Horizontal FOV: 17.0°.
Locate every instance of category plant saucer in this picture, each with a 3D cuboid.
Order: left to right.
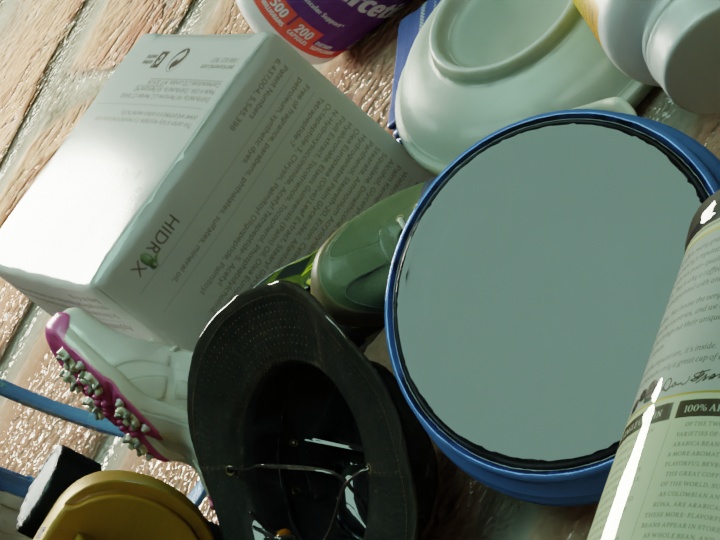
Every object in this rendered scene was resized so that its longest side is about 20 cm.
[{"bbox_3d":[0.098,-0.144,1.455,0.200,0.050,0.200,-23,41,21],"label":"plant saucer"}]

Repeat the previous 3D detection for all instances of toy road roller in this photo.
[{"bbox_3d":[-0.159,0.205,1.346,0.200,0.123,0.146,-60,12,6],"label":"toy road roller"}]

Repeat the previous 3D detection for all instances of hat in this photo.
[{"bbox_3d":[-0.008,0.101,1.297,0.201,0.081,0.201,16,110,50],"label":"hat"}]

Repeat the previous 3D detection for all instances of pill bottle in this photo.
[{"bbox_3d":[0.007,-0.239,1.711,0.200,0.112,0.112,-34,31,34],"label":"pill bottle"},{"bbox_3d":[0.165,-0.178,1.345,0.109,0.109,0.200,-43,44,18],"label":"pill bottle"}]

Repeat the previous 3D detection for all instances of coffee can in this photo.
[{"bbox_3d":[0.176,0.082,0.977,0.146,0.146,0.200,-17,42,50],"label":"coffee can"}]

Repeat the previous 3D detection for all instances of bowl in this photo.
[{"bbox_3d":[0.102,0.015,1.190,0.201,0.039,0.201,-8,72,26],"label":"bowl"}]

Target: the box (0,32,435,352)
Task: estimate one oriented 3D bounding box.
[{"bbox_3d":[-0.092,-0.027,1.531,0.200,0.171,0.199,-55,26,-13],"label":"box"}]

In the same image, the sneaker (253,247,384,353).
[{"bbox_3d":[0.000,0.000,1.363,0.200,0.074,0.085,-32,-19,-11],"label":"sneaker"}]

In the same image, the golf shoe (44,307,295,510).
[{"bbox_3d":[-0.091,0.077,1.402,0.092,0.200,0.075,-51,-4,-19],"label":"golf shoe"}]

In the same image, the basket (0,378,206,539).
[{"bbox_3d":[-0.203,0.164,1.477,0.200,0.176,0.139,-64,20,21],"label":"basket"}]

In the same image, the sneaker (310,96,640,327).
[{"bbox_3d":[0.066,-0.040,1.287,0.200,0.067,0.090,-23,-19,-14],"label":"sneaker"}]

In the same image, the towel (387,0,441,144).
[{"bbox_3d":[0.097,-0.175,1.592,0.200,0.024,0.145,-35,29,28],"label":"towel"}]
